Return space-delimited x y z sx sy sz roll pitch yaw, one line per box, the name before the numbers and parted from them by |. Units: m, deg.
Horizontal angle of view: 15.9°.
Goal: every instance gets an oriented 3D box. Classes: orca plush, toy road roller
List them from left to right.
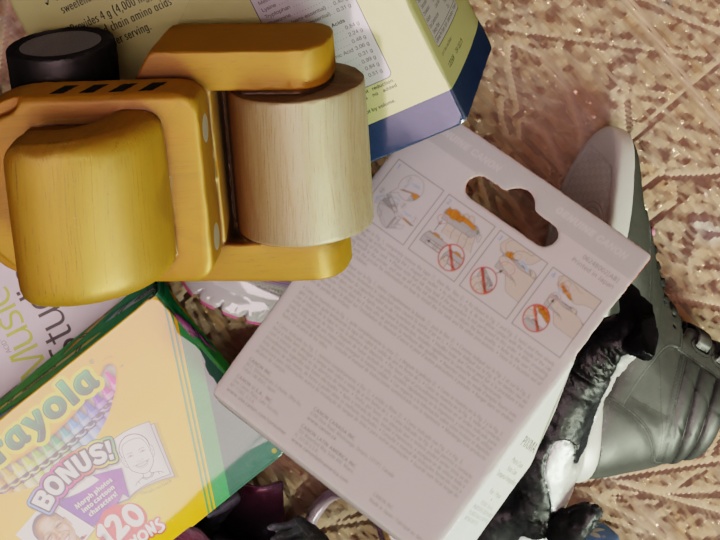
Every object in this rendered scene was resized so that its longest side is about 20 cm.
toy road roller | -0.099 -0.044 1.282 0.199 0.146 0.123 -1 112 9
orca plush | 0.089 0.096 1.406 0.200 0.071 0.105 -45 57 38

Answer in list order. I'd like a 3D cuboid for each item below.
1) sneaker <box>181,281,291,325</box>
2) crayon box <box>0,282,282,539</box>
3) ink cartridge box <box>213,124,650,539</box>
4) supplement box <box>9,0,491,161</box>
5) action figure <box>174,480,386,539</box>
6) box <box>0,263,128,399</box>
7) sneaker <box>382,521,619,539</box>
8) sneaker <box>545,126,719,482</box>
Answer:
sneaker | 0.000 0.000 1.465 0.200 0.081 0.088 20 114 0
crayon box | -0.155 0.111 1.466 0.200 0.058 0.119 -39 102 4
ink cartridge box | 0.041 0.035 1.387 0.160 0.047 0.200 36 88 24
supplement box | -0.064 -0.150 1.387 0.200 0.134 0.200 -22 106 16
action figure | -0.078 0.216 1.568 0.149 0.134 0.200 -12 125 -28
box | -0.198 0.063 1.506 0.200 0.036 0.145 -27 103 2
sneaker | 0.102 0.168 1.521 0.200 0.075 0.090 37 112 -17
sneaker | 0.161 0.020 1.463 0.099 0.071 0.201 3 92 -25
